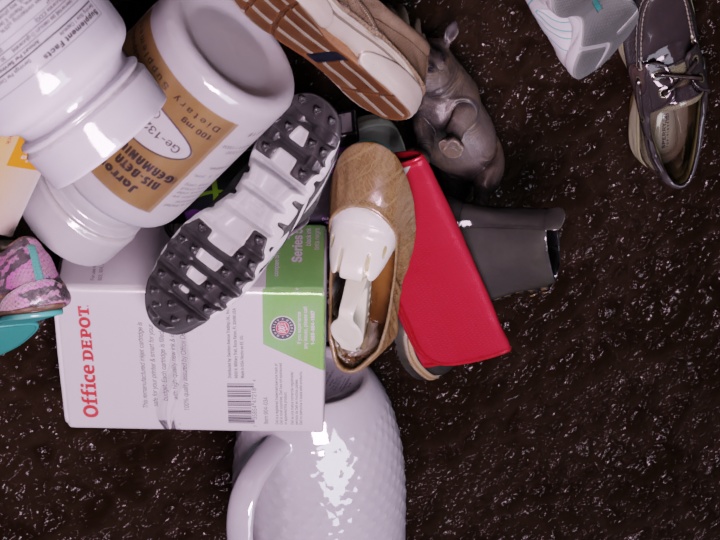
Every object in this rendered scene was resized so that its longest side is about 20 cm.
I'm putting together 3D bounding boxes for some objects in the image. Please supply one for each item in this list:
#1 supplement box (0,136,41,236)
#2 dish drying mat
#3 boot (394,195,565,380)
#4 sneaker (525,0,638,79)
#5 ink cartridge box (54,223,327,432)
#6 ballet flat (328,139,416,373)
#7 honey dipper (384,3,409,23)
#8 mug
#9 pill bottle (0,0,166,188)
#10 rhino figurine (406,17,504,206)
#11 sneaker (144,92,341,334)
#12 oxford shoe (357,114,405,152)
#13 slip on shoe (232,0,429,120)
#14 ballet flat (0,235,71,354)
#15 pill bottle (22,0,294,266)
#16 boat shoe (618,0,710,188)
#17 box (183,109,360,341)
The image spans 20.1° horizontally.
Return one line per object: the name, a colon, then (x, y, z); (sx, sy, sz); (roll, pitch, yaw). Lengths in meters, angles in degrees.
supplement box: (-0.306, -0.105, 1.359); (0.199, 0.074, 0.127); (9, 122, -36)
dish drying mat: (0.047, -0.004, 1.537); (0.076, 0.018, 0.201); (-12, 126, 19)
boot: (0.097, 0.022, 1.601); (0.137, 0.078, 0.201); (4, 144, 13)
sneaker: (0.158, -0.214, 1.549); (0.070, 0.080, 0.200); (-42, 155, -2)
ink cartridge box: (-0.125, 0.043, 1.539); (0.198, 0.084, 0.146); (1, 130, -1)
ballet flat: (0.000, 0.000, 1.491); (0.067, 0.073, 0.201); (15, 135, 9)
honey dipper: (-0.060, -0.176, 1.475); (0.198, 0.038, 0.038); (-2, 128, -24)
mug: (-0.048, 0.171, 1.676); (0.200, 0.147, 0.177); (-41, 140, -47)
pill bottle: (-0.220, -0.157, 1.280); (0.113, 0.113, 0.200); (-37, 106, 3)
rhino figurine: (0.066, -0.119, 1.567); (0.059, 0.088, 0.201); (-1, 139, 21)
sneaker: (-0.076, -0.034, 1.453); (0.201, 0.066, 0.090); (-53, 170, 3)
oxford shoe: (0.009, -0.035, 1.619); (0.075, 0.058, 0.201); (-12, 131, -19)
slip on shoe: (-0.020, -0.179, 1.387); (0.200, 0.076, 0.061); (37, 70, -36)
ballet flat: (-0.258, 0.016, 1.472); (0.069, 0.072, 0.200); (-5, 170, -25)
pill bottle: (-0.148, -0.096, 1.414); (0.114, 0.115, 0.200); (19, 131, -40)
boat shoe: (0.254, -0.154, 1.653); (0.073, 0.065, 0.201); (-23, 134, -9)
box: (-0.057, -0.025, 1.562); (0.142, 0.036, 0.201); (-9, 131, 4)
